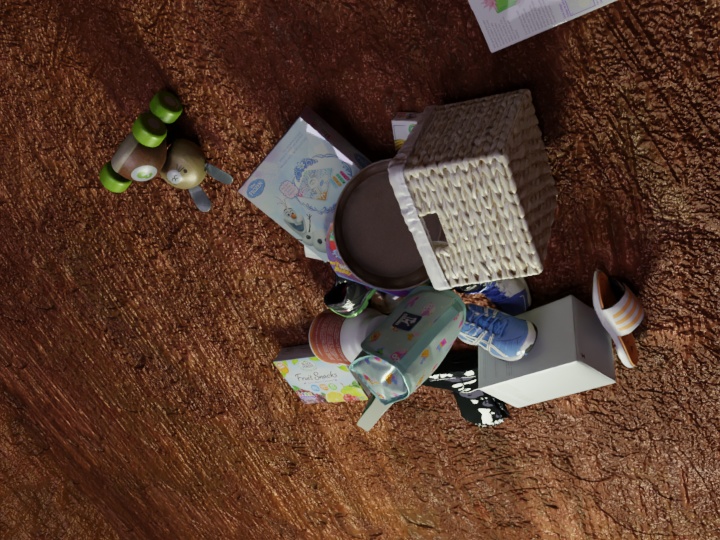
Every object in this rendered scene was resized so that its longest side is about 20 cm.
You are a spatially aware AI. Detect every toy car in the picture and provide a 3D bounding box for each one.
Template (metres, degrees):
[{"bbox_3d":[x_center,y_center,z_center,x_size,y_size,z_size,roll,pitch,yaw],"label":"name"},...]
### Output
[{"bbox_3d":[-0.342,-0.191,1.223,0.199,0.159,0.164,37,127,-21],"label":"toy car"}]

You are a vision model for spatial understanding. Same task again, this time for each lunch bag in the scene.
[{"bbox_3d":[0.084,0.122,1.102,0.122,0.170,0.200,45,158,5],"label":"lunch bag"}]

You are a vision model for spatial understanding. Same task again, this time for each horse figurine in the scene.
[{"bbox_3d":[0.058,0.036,1.254,0.198,0.050,0.134,-13,115,34],"label":"horse figurine"}]

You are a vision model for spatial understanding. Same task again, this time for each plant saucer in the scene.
[{"bbox_3d":[0.052,-0.071,1.035,0.200,0.200,0.034,45,177,-13],"label":"plant saucer"}]

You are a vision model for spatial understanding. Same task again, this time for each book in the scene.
[{"bbox_3d":[0.064,0.199,1.283,0.048,0.201,0.134,30,137,0],"label":"book"}]

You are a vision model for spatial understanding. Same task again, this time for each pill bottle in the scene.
[{"bbox_3d":[-0.011,0.130,1.290,0.113,0.112,0.199,51,154,-19],"label":"pill bottle"}]

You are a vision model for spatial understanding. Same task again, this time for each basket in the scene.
[{"bbox_3d":[0.161,-0.112,0.904,0.159,0.201,0.200,-7,124,30],"label":"basket"}]

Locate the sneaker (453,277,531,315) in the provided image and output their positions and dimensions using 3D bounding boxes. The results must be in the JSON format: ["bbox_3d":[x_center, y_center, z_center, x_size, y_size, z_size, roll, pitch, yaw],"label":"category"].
[{"bbox_3d":[0.201,0.013,1.101,0.080,0.116,0.200,-16,120,40],"label":"sneaker"}]

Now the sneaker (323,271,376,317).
[{"bbox_3d":[0.000,0.000,1.181,0.083,0.077,0.202,14,115,-36],"label":"sneaker"}]

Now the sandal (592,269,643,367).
[{"bbox_3d":[0.425,0.073,1.061,0.059,0.080,0.207,-12,129,35],"label":"sandal"}]

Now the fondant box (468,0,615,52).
[{"bbox_3d":[0.221,-0.370,0.791,0.198,0.058,0.145,-13,120,36],"label":"fondant box"}]

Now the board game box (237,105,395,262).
[{"bbox_3d":[-0.072,-0.135,1.100,0.198,0.044,0.200,38,131,-16],"label":"board game box"}]

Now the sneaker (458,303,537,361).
[{"bbox_3d":[0.211,0.100,1.121,0.077,0.077,0.199,29,167,-31],"label":"sneaker"}]

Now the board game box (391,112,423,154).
[{"bbox_3d":[0.150,-0.176,1.021,0.197,0.035,0.128,8,130,24],"label":"board game box"}]

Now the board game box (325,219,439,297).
[{"bbox_3d":[0.034,-0.020,1.097,0.197,0.039,0.159,20,127,-2],"label":"board game box"}]

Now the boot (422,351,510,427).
[{"bbox_3d":[0.196,0.240,1.342,0.196,0.074,0.164,-7,127,33],"label":"boot"}]

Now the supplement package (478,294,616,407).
[{"bbox_3d":[0.311,0.143,1.130,0.117,0.118,0.199,28,143,-31],"label":"supplement package"}]

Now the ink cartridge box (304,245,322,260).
[{"bbox_3d":[-0.053,-0.105,1.191,0.107,0.051,0.202,12,134,17],"label":"ink cartridge box"}]

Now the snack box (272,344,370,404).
[{"bbox_3d":[-0.083,0.232,1.506,0.198,0.053,0.143,-13,119,37],"label":"snack box"}]

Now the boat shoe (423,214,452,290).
[{"bbox_3d":[0.120,-0.043,1.140,0.071,0.065,0.202,-19,125,0],"label":"boat shoe"}]
